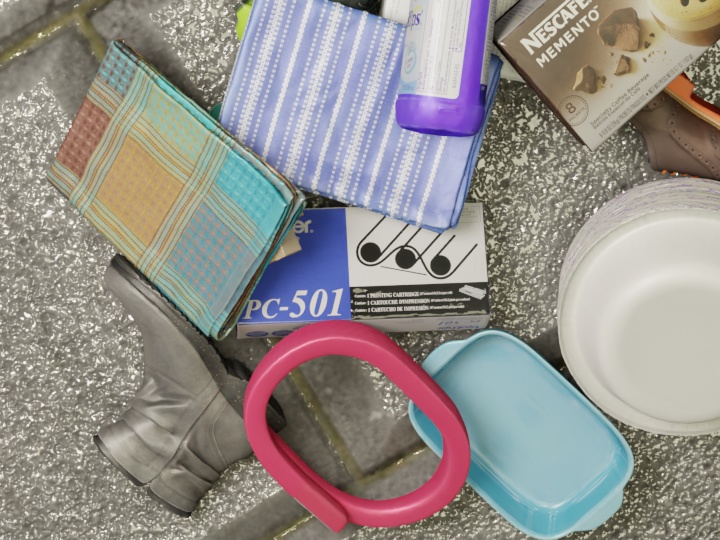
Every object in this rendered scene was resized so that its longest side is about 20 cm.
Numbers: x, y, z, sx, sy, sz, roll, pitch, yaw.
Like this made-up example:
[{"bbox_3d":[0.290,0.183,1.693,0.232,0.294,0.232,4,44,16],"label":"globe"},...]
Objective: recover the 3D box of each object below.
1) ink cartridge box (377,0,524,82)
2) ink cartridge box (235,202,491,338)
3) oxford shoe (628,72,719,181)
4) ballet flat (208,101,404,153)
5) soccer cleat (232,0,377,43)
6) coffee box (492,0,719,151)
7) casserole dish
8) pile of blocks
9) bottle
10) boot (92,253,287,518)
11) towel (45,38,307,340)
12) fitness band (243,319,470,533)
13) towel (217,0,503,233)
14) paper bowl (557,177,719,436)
[{"bbox_3d":[0.120,-0.230,1.639,0.199,0.050,0.163,11,98,-6],"label":"ink cartridge box"},{"bbox_3d":[0.000,0.000,1.656,0.199,0.044,0.095,-2,74,-3],"label":"ink cartridge box"},{"bbox_3d":[0.268,-0.098,1.669,0.200,0.071,0.073,41,102,0],"label":"oxford shoe"},{"bbox_3d":[-0.020,-0.104,1.645,0.199,0.076,0.064,-6,134,2],"label":"ballet flat"},{"bbox_3d":[-0.009,-0.223,1.608,0.200,0.068,0.081,-37,98,24],"label":"soccer cleat"},{"bbox_3d":[0.205,-0.199,1.568,0.200,0.080,0.113,-41,103,6],"label":"coffee box"},{"bbox_3d":[0.130,0.127,1.696,0.200,0.039,0.121,43,109,-8],"label":"casserole dish"},{"bbox_3d":[-0.123,-0.056,1.630,0.199,0.062,0.082,32,118,22],"label":"pile of blocks"},{"bbox_3d":[0.068,-0.200,1.545,0.065,0.084,0.201,7,92,-7],"label":"bottle"},{"bbox_3d":[-0.165,0.096,1.663,0.132,0.070,0.200,-40,101,4],"label":"boot"},{"bbox_3d":[-0.145,-0.060,1.592,0.200,0.022,0.147,41,121,17],"label":"towel"},{"bbox_3d":[-0.003,0.125,1.652,0.143,0.037,0.200,-39,116,12],"label":"fitness band"},{"bbox_3d":[-0.002,-0.121,1.593,0.199,0.024,0.146,16,96,-9],"label":"towel"},{"bbox_3d":[0.253,0.038,1.641,0.199,0.104,0.202,2,116,5],"label":"paper bowl"}]
